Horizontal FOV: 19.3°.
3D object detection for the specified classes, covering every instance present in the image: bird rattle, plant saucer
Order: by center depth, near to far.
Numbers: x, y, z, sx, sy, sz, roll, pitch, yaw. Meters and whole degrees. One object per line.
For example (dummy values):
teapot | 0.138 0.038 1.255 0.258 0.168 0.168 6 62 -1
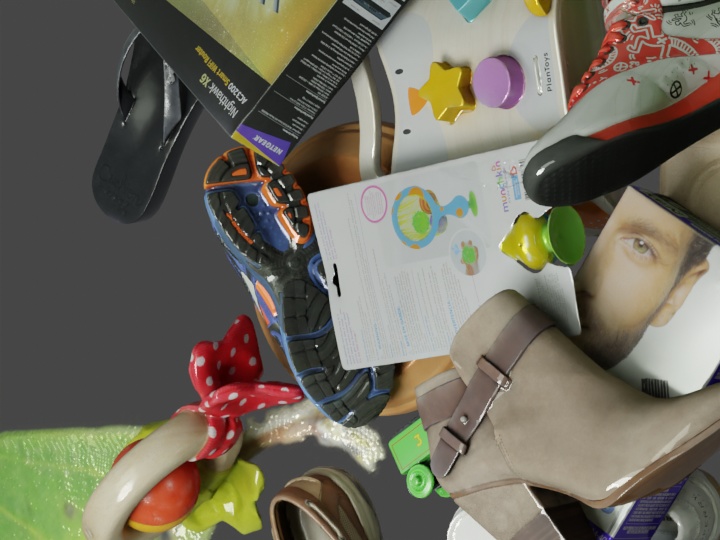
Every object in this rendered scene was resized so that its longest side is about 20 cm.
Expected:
plant saucer | 0.000 0.000 1.429 0.199 0.037 0.202 4 98 34
bird rattle | -0.116 0.134 1.435 0.113 0.163 0.200 49 152 8

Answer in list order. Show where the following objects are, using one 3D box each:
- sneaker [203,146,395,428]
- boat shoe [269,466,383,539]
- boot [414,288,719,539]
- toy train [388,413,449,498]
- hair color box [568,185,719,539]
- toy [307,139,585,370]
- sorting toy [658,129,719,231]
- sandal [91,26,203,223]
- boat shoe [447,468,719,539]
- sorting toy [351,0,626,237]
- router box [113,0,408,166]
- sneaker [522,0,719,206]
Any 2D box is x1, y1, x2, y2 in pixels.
sneaker | -0.039 0.011 1.399 0.075 0.078 0.201 -27 91 -10
boat shoe | -0.005 0.231 1.435 0.076 0.072 0.201 -40 73 31
boot | 0.118 0.073 1.202 0.200 0.070 0.147 -41 66 24
toy train | 0.096 0.082 1.372 0.200 0.042 0.057 -40 62 31
hair color box | 0.160 0.064 1.254 0.109 0.065 0.201 36 102 30
toy | 0.059 -0.008 1.302 0.199 0.047 0.116 -11 91 47
sorting toy | 0.261 0.006 1.257 0.184 0.036 0.202 8 95 33
sandal | -0.147 -0.126 1.512 0.076 0.043 0.202 27 109 29
boat shoe | 0.129 0.161 1.337 0.199 0.069 0.071 -15 88 35
sorting toy | 0.071 -0.111 1.328 0.179 0.107 0.202 -8 90 36
router box | -0.066 -0.188 1.386 0.158 0.052 0.200 -52 46 10
sneaker | 0.156 -0.119 1.236 0.108 0.200 0.067 55 161 22
